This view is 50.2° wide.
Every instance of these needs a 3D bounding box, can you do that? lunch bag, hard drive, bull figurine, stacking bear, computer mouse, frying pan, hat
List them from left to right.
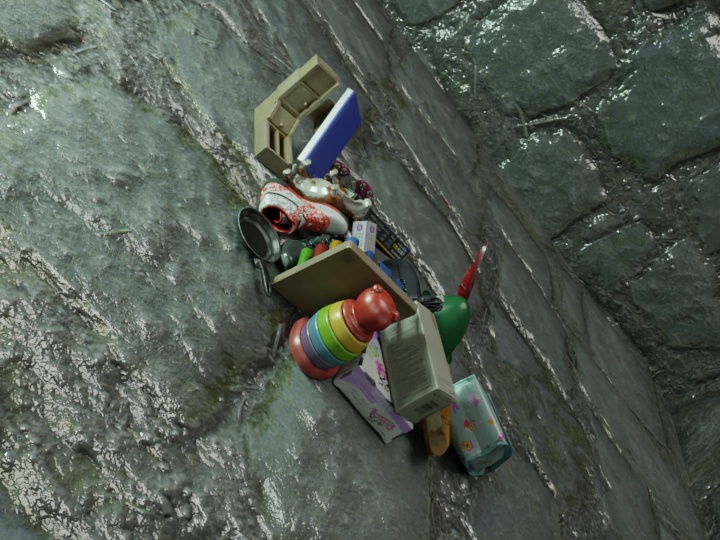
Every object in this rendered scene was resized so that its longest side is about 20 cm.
[{"bbox_3d":[-0.179,-0.030,1.433,0.114,0.031,0.193,5,60,-60],"label":"frying pan"},{"bbox_3d":[-0.074,-0.165,1.623,0.122,0.196,0.066,81,28,-56],"label":"bull figurine"},{"bbox_3d":[-0.067,-0.293,1.729,0.025,0.202,0.132,29,-15,16],"label":"hard drive"},{"bbox_3d":[-0.022,0.100,1.367,0.123,0.199,0.113,57,25,2],"label":"stacking bear"},{"bbox_3d":[0.090,0.024,1.654,0.201,0.136,0.054,-115,-159,-57],"label":"computer mouse"},{"bbox_3d":[0.239,0.090,1.701,0.202,0.173,0.167,62,19,-25],"label":"hat"},{"bbox_3d":[0.250,0.345,1.678,0.201,0.120,0.172,61,5,-61],"label":"lunch bag"}]

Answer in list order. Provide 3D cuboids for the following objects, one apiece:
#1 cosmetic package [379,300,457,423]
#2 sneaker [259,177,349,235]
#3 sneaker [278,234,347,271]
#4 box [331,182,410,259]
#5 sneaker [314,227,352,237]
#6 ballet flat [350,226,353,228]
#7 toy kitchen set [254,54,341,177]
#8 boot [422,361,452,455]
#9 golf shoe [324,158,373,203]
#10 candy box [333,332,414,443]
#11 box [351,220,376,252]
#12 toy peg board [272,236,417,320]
[{"bbox_3d":[0.105,0.172,1.464,0.071,0.104,0.203,35,33,-42],"label":"cosmetic package"},{"bbox_3d":[-0.116,-0.101,1.558,0.199,0.067,0.109,29,34,-16],"label":"sneaker"},{"bbox_3d":[-0.094,-0.042,1.544,0.077,0.078,0.199,64,27,2],"label":"sneaker"},{"bbox_3d":[0.013,-0.114,1.783,0.200,0.049,0.160,45,0,-28],"label":"box"},{"bbox_3d":[-0.012,-0.036,1.676,0.090,0.066,0.202,-36,92,-33],"label":"sneaker"},{"bbox_3d":[0.017,-0.004,1.733,0.202,0.056,0.066,58,24,0],"label":"ballet flat"},{"bbox_3d":[-0.110,-0.318,1.697,0.162,0.199,0.183,36,31,-35],"label":"toy kitchen set"},{"bbox_3d":[0.148,0.270,1.556,0.144,0.069,0.206,67,21,-86],"label":"boot"},{"bbox_3d":[-0.036,-0.220,1.878,0.200,0.075,0.092,45,7,-43],"label":"golf shoe"},{"bbox_3d":[0.041,0.206,1.512,0.168,0.071,0.201,51,25,-16],"label":"candy box"},{"bbox_3d":[0.000,0.000,1.602,0.038,0.041,0.205,13,81,-51],"label":"box"},{"bbox_3d":[-0.023,0.017,1.435,0.200,0.197,0.099,43,41,-30],"label":"toy peg board"}]
